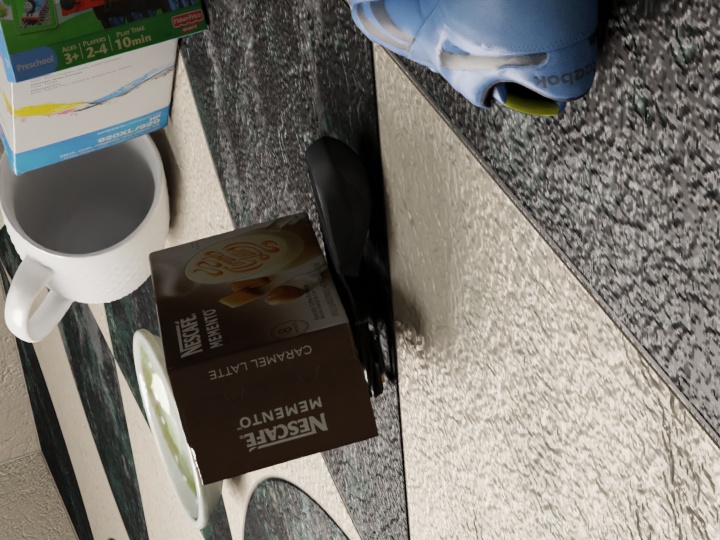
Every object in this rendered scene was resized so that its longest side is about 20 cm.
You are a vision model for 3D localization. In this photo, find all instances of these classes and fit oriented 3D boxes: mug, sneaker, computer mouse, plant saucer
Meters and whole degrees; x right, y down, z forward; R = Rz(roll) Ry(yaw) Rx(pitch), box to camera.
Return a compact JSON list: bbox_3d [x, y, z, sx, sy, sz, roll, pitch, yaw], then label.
[{"bbox_3d":[-0.258,-0.026,1.755,0.147,0.201,0.176,28,160,9],"label":"mug"},{"bbox_3d":[0.047,-0.099,0.842,0.200,0.066,0.079,-169,59,-73],"label":"sneaker"},{"bbox_3d":[0.000,0.000,1.190,0.059,0.034,0.201,-110,6,-47],"label":"computer mouse"},{"bbox_3d":[-0.166,0.147,1.878,0.200,0.050,0.202,163,90,-75],"label":"plant saucer"}]

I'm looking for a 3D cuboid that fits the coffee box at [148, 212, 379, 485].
[{"bbox_3d":[-0.065,0.043,1.218,0.200,0.113,0.080,-111,7,-68],"label":"coffee box"}]

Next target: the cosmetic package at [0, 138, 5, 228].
[{"bbox_3d":[-0.312,-0.147,1.796,0.071,0.200,0.106,25,146,13],"label":"cosmetic package"}]

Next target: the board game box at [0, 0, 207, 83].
[{"bbox_3d":[-0.206,-0.252,1.397,0.037,0.150,0.202,-155,49,-68],"label":"board game box"}]

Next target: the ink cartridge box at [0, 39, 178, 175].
[{"bbox_3d":[-0.239,-0.201,1.576,0.200,0.144,0.148,112,137,-67],"label":"ink cartridge box"}]
